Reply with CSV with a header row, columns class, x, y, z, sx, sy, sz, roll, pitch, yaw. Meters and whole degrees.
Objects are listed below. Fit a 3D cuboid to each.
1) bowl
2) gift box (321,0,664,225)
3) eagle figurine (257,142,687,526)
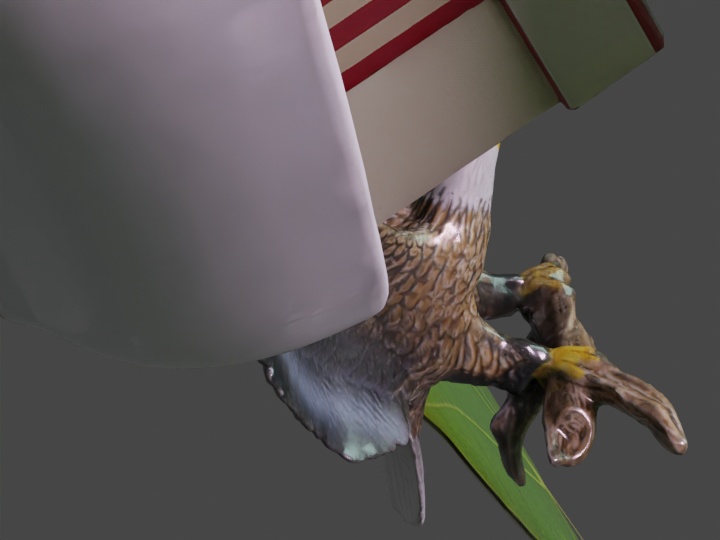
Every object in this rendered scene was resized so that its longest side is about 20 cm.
class,x,y,z,sx,sy,sz,roll,pitch,yaw
bowl,-0.074,-0.077,0.562,0.201,0.074,0.200,57,-7,23
gift box,-0.034,-0.120,0.804,0.185,0.186,0.200,58,3,36
eagle figurine,0.002,-0.007,1.030,0.199,0.152,0.151,23,-21,-29
